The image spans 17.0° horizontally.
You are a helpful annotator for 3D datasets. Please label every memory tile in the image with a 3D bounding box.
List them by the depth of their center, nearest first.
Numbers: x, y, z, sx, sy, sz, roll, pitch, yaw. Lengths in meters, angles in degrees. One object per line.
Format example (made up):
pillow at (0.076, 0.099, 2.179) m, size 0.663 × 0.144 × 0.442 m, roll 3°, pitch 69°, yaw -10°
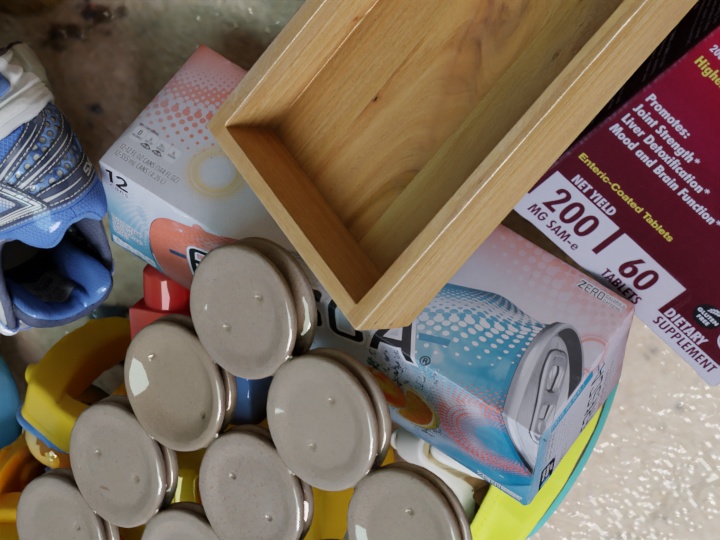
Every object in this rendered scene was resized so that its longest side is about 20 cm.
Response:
memory tile at (-0.049, 0.096, 0.895) m, size 0.153 × 0.017 × 0.200 m, roll 52°, pitch 130°, yaw 15°

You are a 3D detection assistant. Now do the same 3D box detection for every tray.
tray at (0.040, -0.083, 0.817) m, size 0.200 × 0.037 × 0.099 m, roll -48°, pitch 64°, yaw 25°

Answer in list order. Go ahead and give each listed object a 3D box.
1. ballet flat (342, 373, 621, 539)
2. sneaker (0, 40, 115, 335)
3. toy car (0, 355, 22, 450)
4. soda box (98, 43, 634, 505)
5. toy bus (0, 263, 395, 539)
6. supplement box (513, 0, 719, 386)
ballet flat at (0.032, 0.095, 0.926) m, size 0.067 × 0.200 × 0.067 m, roll 30°, pitch 177°, yaw -27°
sneaker at (-0.142, -0.005, 0.950) m, size 0.085 × 0.077 × 0.200 m, roll 49°, pitch 158°, yaw 9°
toy car at (-0.288, 0.049, 1.070) m, size 0.200 × 0.184 × 0.177 m, roll 56°, pitch 139°, yaw 18°
soda box at (0.000, 0.000, 0.901) m, size 0.200 × 0.068 × 0.064 m, roll 31°, pitch 155°, yaw 16°
toy bus at (-0.082, 0.080, 1.005) m, size 0.199 × 0.136 × 0.193 m, roll 5°, pitch 114°, yaw 24°
supplement box at (0.157, -0.056, 0.830) m, size 0.109 × 0.061 × 0.200 m, roll 41°, pitch 130°, yaw -10°
